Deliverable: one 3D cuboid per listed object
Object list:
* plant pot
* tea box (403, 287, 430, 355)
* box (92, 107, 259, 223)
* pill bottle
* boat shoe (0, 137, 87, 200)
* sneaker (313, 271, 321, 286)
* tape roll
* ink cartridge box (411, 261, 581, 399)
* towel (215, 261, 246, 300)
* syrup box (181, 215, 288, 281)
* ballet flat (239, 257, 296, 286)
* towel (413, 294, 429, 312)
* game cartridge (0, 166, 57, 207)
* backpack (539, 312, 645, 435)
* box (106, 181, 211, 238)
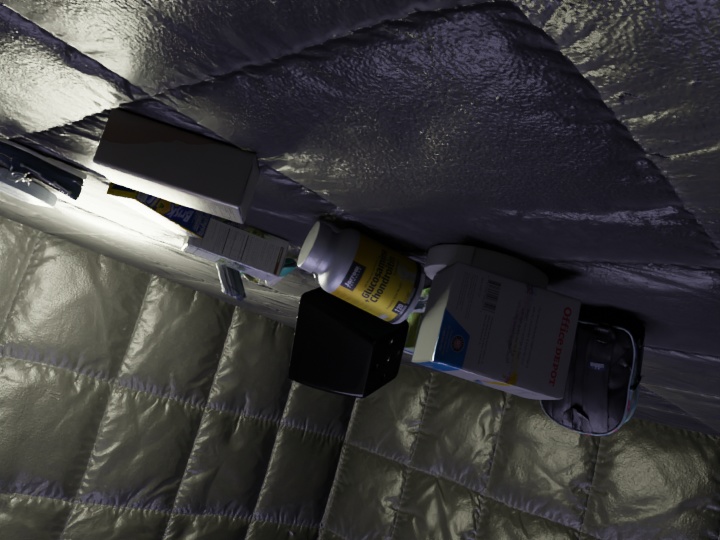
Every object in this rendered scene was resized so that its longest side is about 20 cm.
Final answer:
[{"bbox_3d":[-0.014,0.151,1.356,0.176,0.204,0.198,26,-154,30],"label":"plant pot"},{"bbox_3d":[0.200,0.133,1.388,0.196,0.136,0.197,18,169,-9],"label":"tea box"},{"bbox_3d":[-0.241,-0.137,0.871,0.196,0.079,0.095,18,169,-4],"label":"box"},{"bbox_3d":[0.000,0.000,1.070,0.197,0.114,0.112,26,167,-16],"label":"pill bottle"},{"bbox_3d":[-0.625,-0.192,1.221,0.197,0.063,0.075,23,170,-24],"label":"boat shoe"},{"bbox_3d":[-0.018,-0.012,1.224,0.072,0.073,0.199,-23,-175,-34],"label":"sneaker"},{"bbox_3d":[0.200,0.010,1.039,0.199,0.038,0.203,17,170,3],"label":"tape roll"},{"bbox_3d":[0.200,0.095,0.970,0.196,0.150,0.145,18,169,-5],"label":"ink cartridge box"},{"bbox_3d":[-0.294,-0.009,1.432,0.023,0.150,0.200,-16,174,-3],"label":"towel"},{"bbox_3d":[-0.252,-0.050,1.309,0.197,0.083,0.078,20,166,-21],"label":"syrup box"},{"bbox_3d":[-0.222,-0.001,1.519,0.197,0.072,0.067,10,-163,38],"label":"ballet flat"},{"bbox_3d":[0.189,0.061,1.214,0.196,0.031,0.149,0,176,-18],"label":"towel"},{"bbox_3d":[-0.835,-0.207,1.545,0.131,0.042,0.200,16,170,26],"label":"game cartridge"},{"bbox_3d":[0.406,0.179,1.141,0.175,0.205,0.149,7,-174,37],"label":"backpack"},{"bbox_3d":[-0.352,-0.122,1.151,0.069,0.066,0.200,11,167,24],"label":"box"}]
